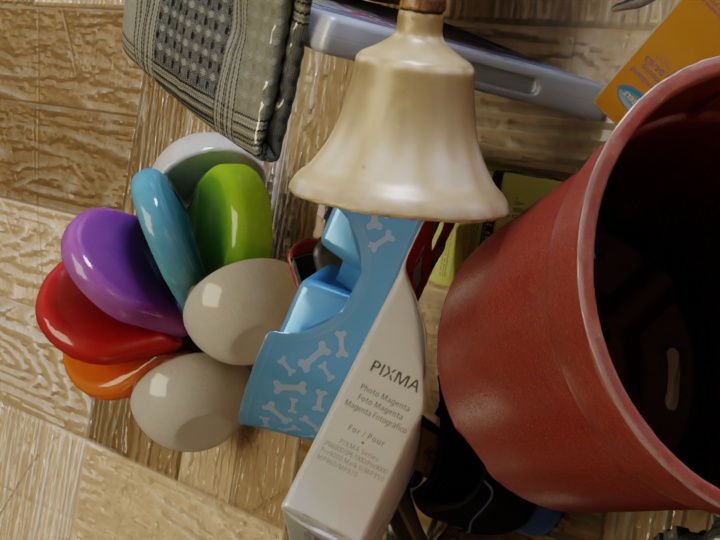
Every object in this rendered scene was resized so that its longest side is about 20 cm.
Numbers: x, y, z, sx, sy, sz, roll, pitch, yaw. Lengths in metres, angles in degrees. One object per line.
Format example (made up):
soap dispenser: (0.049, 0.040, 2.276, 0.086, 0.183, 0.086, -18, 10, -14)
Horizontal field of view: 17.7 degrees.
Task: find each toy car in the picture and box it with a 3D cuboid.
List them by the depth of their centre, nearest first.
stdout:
toy car: (-0.136, 0.009, 1.539, 0.200, 0.149, 0.176, -56, 38, 36)

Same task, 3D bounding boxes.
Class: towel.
towel: (-0.076, -0.179, 1.225, 0.193, 0.034, 0.201, 41, 125, 54)

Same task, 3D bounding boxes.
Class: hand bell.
hand bell: (0.028, -0.130, 1.055, 0.104, 0.104, 0.201, 23, 110, 59)

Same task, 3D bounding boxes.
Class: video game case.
video game case: (0.013, -0.131, 1.287, 0.200, 0.182, 0.023, 30, 106, 58)

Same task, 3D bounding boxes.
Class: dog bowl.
dog bowl: (0.000, 0.000, 1.204, 0.111, 0.049, 0.201, -35, -31, -77)

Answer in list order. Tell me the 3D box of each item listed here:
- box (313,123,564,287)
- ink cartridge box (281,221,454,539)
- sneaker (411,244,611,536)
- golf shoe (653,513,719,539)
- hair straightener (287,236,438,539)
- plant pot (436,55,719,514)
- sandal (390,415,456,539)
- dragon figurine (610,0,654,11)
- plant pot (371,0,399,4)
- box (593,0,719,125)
box: (0.043, -0.034, 1.344, 0.200, 0.050, 0.076, 19, 100, 59)
ink cartridge box: (0.024, 0.054, 1.178, 0.201, 0.057, 0.163, -59, -7, -12)
sneaker: (0.086, 0.047, 1.224, 0.070, 0.078, 0.201, 31, 110, 58)
golf shoe: (0.137, 0.184, 1.106, 0.200, 0.077, 0.095, -36, 53, 52)
hair straightener: (0.007, 0.075, 1.349, 0.077, 0.041, 0.201, -15, 86, 62)
plant pot: (0.139, 0.025, 1.045, 0.195, 0.200, 0.202, 154, 119, -64)
sandal: (0.030, 0.098, 1.295, 0.082, 0.054, 0.201, 69, -175, -86)
dragon figurine: (0.165, -0.231, 1.176, 0.099, 0.059, 0.201, 40, 117, 55)
plant pot: (0.016, -0.231, 1.323, 0.135, 0.200, 0.201, 55, 132, 24)
box: (0.184, -0.136, 1.069, 0.041, 0.119, 0.200, 45, 132, 3)
